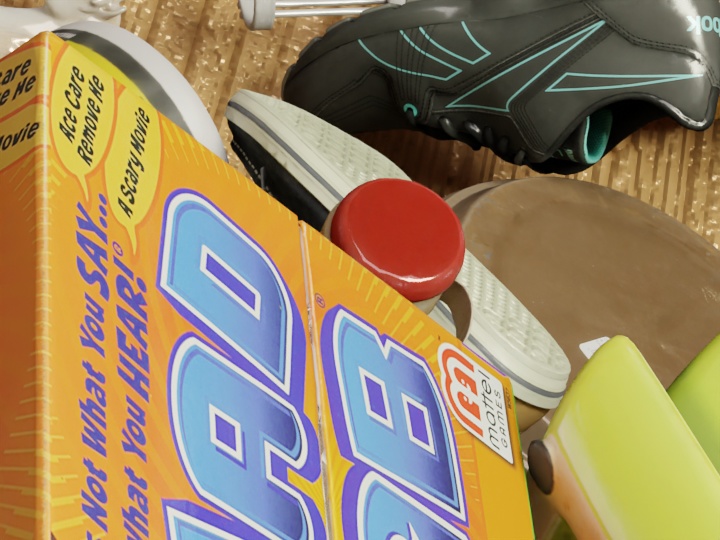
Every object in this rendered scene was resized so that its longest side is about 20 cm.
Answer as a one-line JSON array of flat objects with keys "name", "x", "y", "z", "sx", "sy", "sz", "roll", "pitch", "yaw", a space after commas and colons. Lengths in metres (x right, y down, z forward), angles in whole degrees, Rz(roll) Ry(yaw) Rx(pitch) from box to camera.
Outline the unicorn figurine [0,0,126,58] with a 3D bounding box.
[{"name": "unicorn figurine", "x": -0.184, "y": -0.098, "z": 1.069, "sx": 0.137, "sy": 0.074, "sz": 0.200, "roll": 36, "pitch": 63, "yaw": -1}]

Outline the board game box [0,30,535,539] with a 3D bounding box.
[{"name": "board game box", "x": -0.084, "y": 0.106, "z": 0.698, "sx": 0.200, "sy": 0.199, "sz": 0.201, "roll": 36, "pitch": 34, "yaw": -38}]

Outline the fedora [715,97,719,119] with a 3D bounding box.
[{"name": "fedora", "x": 0.151, "y": -0.123, "z": 1.174, "sx": 0.200, "sy": 0.082, "sz": 0.201, "roll": 24, "pitch": 26, "yaw": -13}]

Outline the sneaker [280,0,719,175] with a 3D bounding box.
[{"name": "sneaker", "x": 0.055, "y": -0.075, "z": 1.073, "sx": 0.075, "sy": 0.199, "sz": 0.080, "roll": 3, "pitch": 76, "yaw": -58}]

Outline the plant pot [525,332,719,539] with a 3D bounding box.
[{"name": "plant pot", "x": 0.145, "y": 0.116, "z": 0.805, "sx": 0.181, "sy": 0.199, "sz": 0.201, "roll": -15, "pitch": 59, "yaw": -24}]

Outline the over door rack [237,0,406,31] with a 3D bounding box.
[{"name": "over door rack", "x": -0.001, "y": -0.183, "z": 1.171, "sx": 0.147, "sy": 0.067, "sz": 0.200, "roll": -3, "pitch": 42, "yaw": -17}]

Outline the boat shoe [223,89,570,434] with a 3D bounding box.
[{"name": "boat shoe", "x": 0.000, "y": 0.000, "z": 0.965, "sx": 0.074, "sy": 0.062, "sz": 0.200, "roll": 19, "pitch": 23, "yaw": -46}]

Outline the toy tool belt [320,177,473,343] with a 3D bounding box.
[{"name": "toy tool belt", "x": -0.072, "y": 0.028, "z": 0.889, "sx": 0.199, "sy": 0.123, "sz": 0.125, "roll": -9, "pitch": 61, "yaw": -24}]

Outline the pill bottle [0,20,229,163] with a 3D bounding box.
[{"name": "pill bottle", "x": -0.150, "y": -0.003, "z": 0.966, "sx": 0.111, "sy": 0.112, "sz": 0.200, "roll": 42, "pitch": 51, "yaw": 17}]

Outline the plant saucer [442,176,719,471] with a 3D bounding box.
[{"name": "plant saucer", "x": 0.105, "y": 0.035, "z": 1.038, "sx": 0.199, "sy": 0.030, "sz": 0.201, "roll": 22, "pitch": 39, "yaw": -19}]
